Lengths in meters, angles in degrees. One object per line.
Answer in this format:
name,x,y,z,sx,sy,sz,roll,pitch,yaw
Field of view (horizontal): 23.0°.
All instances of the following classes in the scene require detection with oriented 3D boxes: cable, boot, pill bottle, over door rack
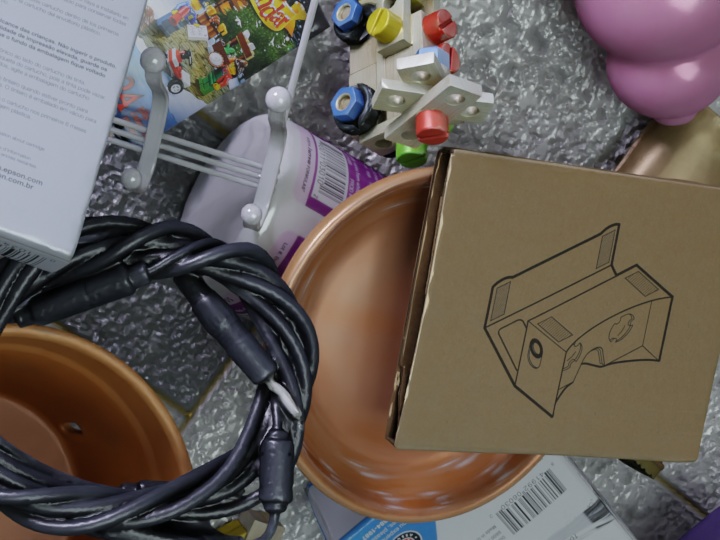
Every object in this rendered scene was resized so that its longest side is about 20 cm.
cable,-0.118,0.052,0.876,0.199,0.051,0.164,14,86,-13
boot,0.199,0.014,1.155,0.200,0.066,0.175,-48,117,-6
pill bottle,0.000,0.000,1.037,0.199,0.112,0.113,29,92,-27
over door rack,-0.094,-0.135,0.908,0.147,0.067,0.201,18,99,4

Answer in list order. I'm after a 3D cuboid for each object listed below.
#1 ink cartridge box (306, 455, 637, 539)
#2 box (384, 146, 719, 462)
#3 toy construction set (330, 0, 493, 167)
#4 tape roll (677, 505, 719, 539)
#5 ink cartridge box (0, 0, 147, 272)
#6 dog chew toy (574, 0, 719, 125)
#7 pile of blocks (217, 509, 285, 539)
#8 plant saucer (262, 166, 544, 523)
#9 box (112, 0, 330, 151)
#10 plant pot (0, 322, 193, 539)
ink cartridge box,0.085,0.174,1.127,0.146,0.086,0.200,-39,118,2
box,0.118,0.024,0.981,0.199,0.021,0.165,6,100,-26
toy construction set,0.042,-0.135,0.991,0.092,0.131,0.201,41,43,-33
tape roll,0.285,0.253,1.183,0.085,0.200,0.201,-37,116,-11
ink cartridge box,-0.202,-0.124,0.819,0.195,0.043,0.201,21,69,-22
dog chew toy,0.181,-0.182,1.065,0.124,0.125,0.201,-22,120,-17
pile of blocks,-0.131,0.204,1.064,0.199,0.062,0.082,-33,115,-13
plant saucer,0.036,0.039,0.980,0.199,0.037,0.202,-6,105,-22
box,-0.120,-0.187,0.973,0.136,0.038,0.201,-34,115,-11
plant pot,-0.201,0.130,0.952,0.199,0.140,0.202,1,87,-21
